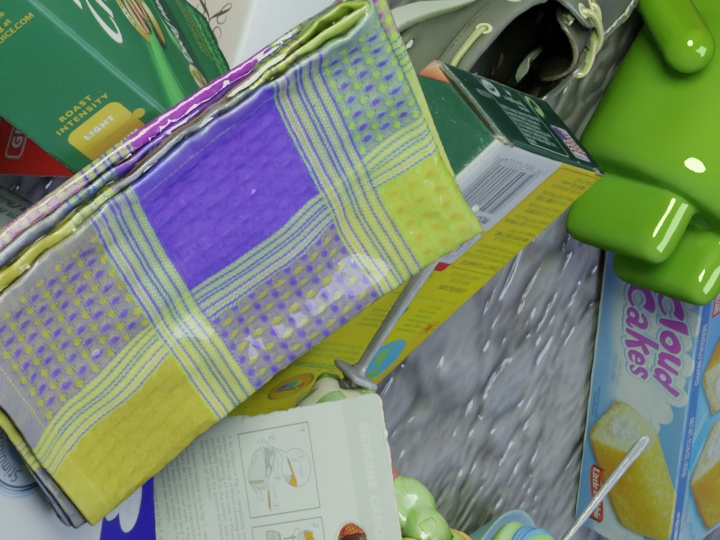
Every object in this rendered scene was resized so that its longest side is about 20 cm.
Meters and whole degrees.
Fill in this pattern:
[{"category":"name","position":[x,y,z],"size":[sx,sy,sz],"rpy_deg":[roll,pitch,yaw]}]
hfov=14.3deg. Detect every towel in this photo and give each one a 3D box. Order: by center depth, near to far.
[{"category":"towel","position":[-0.052,0.000,1.017],"size":[0.200,0.023,0.144],"rpy_deg":[-37,139,-11]}]

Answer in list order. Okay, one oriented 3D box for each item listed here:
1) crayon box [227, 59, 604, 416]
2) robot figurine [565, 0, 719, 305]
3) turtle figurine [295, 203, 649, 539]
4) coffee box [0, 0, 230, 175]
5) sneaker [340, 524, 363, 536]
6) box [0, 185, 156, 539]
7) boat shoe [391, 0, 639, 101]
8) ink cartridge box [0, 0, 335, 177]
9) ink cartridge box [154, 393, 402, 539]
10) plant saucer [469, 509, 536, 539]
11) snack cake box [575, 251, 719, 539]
[{"category":"crayon box","position":[0.000,0.000,1.244],"size":[0.200,0.051,0.127],"rpy_deg":[-43,160,14]},{"category":"robot figurine","position":[0.187,-0.085,1.457],"size":[0.175,0.116,0.200],"rpy_deg":[39,78,-36]},{"category":"turtle figurine","position":[0.015,0.110,1.224],"size":[0.144,0.194,0.201],"rpy_deg":[31,48,-47]},{"category":"coffee box","position":[-0.103,-0.086,1.012],"size":[0.044,0.123,0.200],"rpy_deg":[-35,141,12]},{"category":"sneaker","position":[-0.033,0.119,1.341],"size":[0.200,0.073,0.077],"rpy_deg":[38,47,-53]},{"category":"box","position":[-0.178,0.092,1.060],"size":[0.200,0.105,0.184],"rpy_deg":[-33,135,-39]},{"category":"boat shoe","position":[0.076,-0.106,1.334],"size":[0.202,0.060,0.072],"rpy_deg":[-29,133,-43]},{"category":"ink cartridge box","position":[-0.053,-0.121,1.155],"size":[0.173,0.043,0.201],"rpy_deg":[0,111,-57]},{"category":"ink cartridge box","position":[-0.045,0.137,1.147],"size":[0.050,0.200,0.163],"rpy_deg":[-2,82,-52]},{"category":"plant saucer","position":[0.045,0.220,1.503],"size":[0.201,0.039,0.202],"rpy_deg":[11,90,-71]},{"category":"snack cake box","position":[0.186,0.049,1.592],"size":[0.115,0.067,0.201],"rpy_deg":[-30,134,-41]}]
